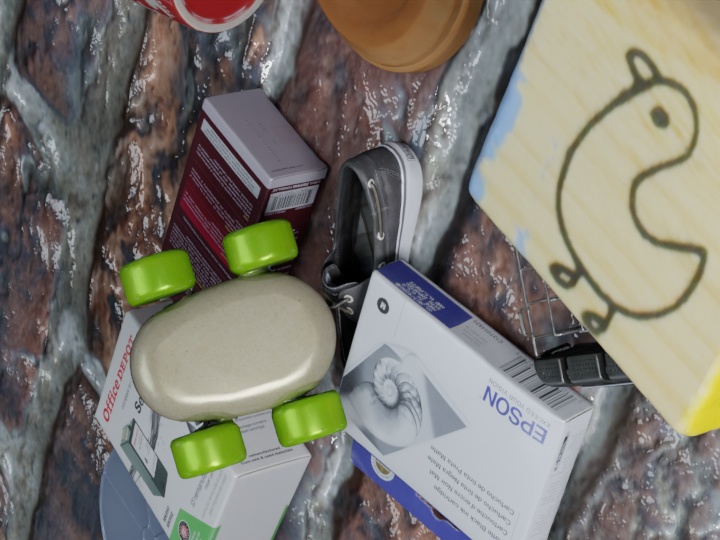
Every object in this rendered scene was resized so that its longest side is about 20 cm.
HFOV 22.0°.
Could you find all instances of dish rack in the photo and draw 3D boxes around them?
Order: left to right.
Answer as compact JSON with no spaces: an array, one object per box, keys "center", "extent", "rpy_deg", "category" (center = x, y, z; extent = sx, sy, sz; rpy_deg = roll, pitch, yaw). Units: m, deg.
[{"center":[0.155,-0.022,1.196],"extent":[0.153,0.054,0.202],"rpy_deg":[-11,90,53],"category":"dish rack"}]

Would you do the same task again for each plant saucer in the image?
[{"center":[0.016,-0.241,1.328],"extent":[0.199,0.037,0.202],"rpy_deg":[22,119,48],"category":"plant saucer"}]

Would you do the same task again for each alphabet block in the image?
[{"center":[0.208,-0.064,0.988],"extent":[0.200,0.195,0.196],"rpy_deg":[50,138,32],"category":"alphabet block"}]

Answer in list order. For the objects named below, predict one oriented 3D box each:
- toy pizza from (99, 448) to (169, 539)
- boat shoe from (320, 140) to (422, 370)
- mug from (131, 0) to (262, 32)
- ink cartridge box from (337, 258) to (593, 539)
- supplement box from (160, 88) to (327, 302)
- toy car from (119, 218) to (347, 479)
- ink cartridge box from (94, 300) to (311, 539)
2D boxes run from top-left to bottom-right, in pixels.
[{"center":[-0.190,0.256,1.777],"extent":[0.199,0.032,0.202],"rpy_deg":[20,115,50],"category":"toy pizza"},{"center":[0.000,0.000,1.402],"extent":[0.070,0.066,0.202],"rpy_deg":[39,130,40],"category":"boat shoe"},{"center":[-0.167,-0.294,1.486],"extent":[0.199,0.133,0.179],"rpy_deg":[33,128,40],"category":"mug"},{"center":[0.063,0.126,1.358],"extent":[0.199,0.040,0.201],"rpy_deg":[37,130,31],"category":"ink cartridge box"},{"center":[-0.103,-0.037,1.536],"extent":[0.109,0.060,0.201],"rpy_deg":[51,136,31],"category":"supplement box"},{"center":[-0.104,0.065,1.451],"extent":[0.200,0.156,0.166],"rpy_deg":[143,111,-81],"category":"toy car"},{"center":[-0.144,0.144,1.632],"extent":[0.200,0.084,0.147],"rpy_deg":[52,138,31],"category":"ink cartridge box"}]
